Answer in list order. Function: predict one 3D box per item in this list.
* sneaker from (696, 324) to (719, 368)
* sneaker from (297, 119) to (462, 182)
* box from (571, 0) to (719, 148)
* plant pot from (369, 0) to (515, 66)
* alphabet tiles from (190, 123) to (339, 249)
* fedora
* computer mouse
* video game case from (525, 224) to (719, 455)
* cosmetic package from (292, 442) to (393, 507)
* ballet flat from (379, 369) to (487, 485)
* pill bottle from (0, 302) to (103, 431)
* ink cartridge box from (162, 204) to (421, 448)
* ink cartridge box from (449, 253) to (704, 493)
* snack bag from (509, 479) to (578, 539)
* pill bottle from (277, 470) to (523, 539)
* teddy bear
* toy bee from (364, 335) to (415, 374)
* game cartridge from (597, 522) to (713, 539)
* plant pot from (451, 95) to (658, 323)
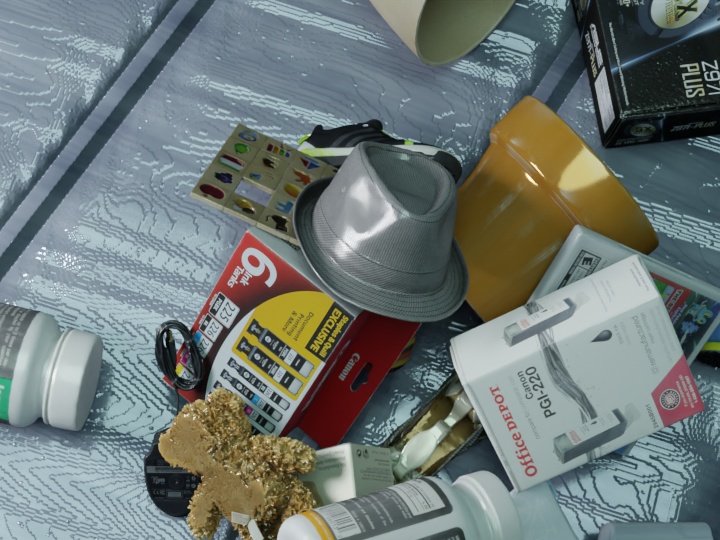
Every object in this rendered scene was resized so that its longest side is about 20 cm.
[{"bbox_3d":[0.445,0.074,1.473,0.198,0.066,0.079,14,69,0],"label":"sneaker"},{"bbox_3d":[0.015,-0.126,1.464,0.198,0.072,0.083,3,56,28],"label":"sneaker"},{"bbox_3d":[0.329,-0.248,1.548,0.162,0.086,0.202,-6,74,-7],"label":"box"},{"bbox_3d":[0.056,-0.354,1.525,0.187,0.188,0.200,-41,66,-14],"label":"plant pot"},{"bbox_3d":[-0.050,-0.067,1.368,0.198,0.008,0.168,25,30,-1],"label":"alphabet tiles"},{"bbox_3d":[0.031,-0.052,1.304,0.175,0.091,0.201,17,31,-12],"label":"fedora"},{"bbox_3d":[-0.178,0.143,1.380,0.058,0.034,0.202,3,105,0],"label":"computer mouse"},{"bbox_3d":[0.235,0.072,1.389,0.181,0.023,0.201,22,113,-18],"label":"video game case"},{"bbox_3d":[-0.019,0.273,1.352,0.104,0.071,0.202,-18,70,32],"label":"cosmetic package"},{"bbox_3d":[0.088,0.152,1.421,0.072,0.072,0.200,44,75,9],"label":"ballet flat"},{"bbox_3d":[-0.357,0.087,1.382,0.198,0.113,0.114,13,73,0],"label":"pill bottle"},{"bbox_3d":[-0.066,0.074,1.363,0.175,0.201,0.084,37,31,8],"label":"ink cartridge box"},{"bbox_3d":[0.201,0.098,1.338,0.198,0.085,0.147,-24,118,8],"label":"ink cartridge box"},{"bbox_3d":[0.148,0.319,1.354,0.199,0.021,0.190,-34,101,-22],"label":"snack bag"},{"bbox_3d":[0.036,0.247,1.250,0.198,0.116,0.118,-12,74,-23],"label":"pill bottle"},{"bbox_3d":[-0.098,0.206,1.331,0.199,0.067,0.146,33,112,19],"label":"teddy bear"},{"bbox_3d":[0.000,0.000,1.428,0.200,0.109,0.131,47,31,-5],"label":"toy bee"},{"bbox_3d":[0.288,0.345,1.379,0.132,0.041,0.202,5,72,-25],"label":"game cartridge"},{"bbox_3d":[0.165,-0.039,1.432,0.183,0.200,0.201,-42,80,2],"label":"plant pot"}]
